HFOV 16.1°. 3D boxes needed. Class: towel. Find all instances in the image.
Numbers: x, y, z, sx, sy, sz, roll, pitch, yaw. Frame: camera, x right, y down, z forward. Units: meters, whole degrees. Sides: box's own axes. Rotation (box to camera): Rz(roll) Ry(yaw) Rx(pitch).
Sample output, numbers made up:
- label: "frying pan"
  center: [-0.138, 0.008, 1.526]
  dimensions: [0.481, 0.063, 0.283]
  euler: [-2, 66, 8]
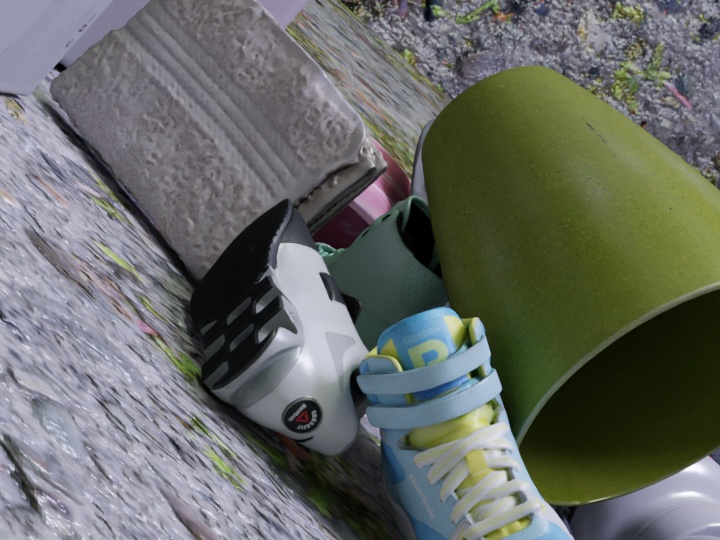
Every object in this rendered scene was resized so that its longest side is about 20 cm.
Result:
- label: "towel"
  center: [-0.085, -0.086, 1.470]
  dimensions: [0.200, 0.133, 0.034]
  euler: [48, -2, 31]

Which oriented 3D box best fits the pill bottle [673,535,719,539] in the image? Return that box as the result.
- label: "pill bottle"
  center: [0.225, 0.233, 1.388]
  dimensions: [0.200, 0.116, 0.116]
  euler: [36, 12, -40]

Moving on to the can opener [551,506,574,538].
- label: "can opener"
  center: [0.081, 0.152, 1.373]
  dimensions: [0.063, 0.079, 0.200]
  euler: [4, 8, -1]

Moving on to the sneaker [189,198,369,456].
- label: "sneaker"
  center: [-0.036, 0.035, 1.331]
  dimensions: [0.088, 0.074, 0.200]
  euler: [41, 19, -21]

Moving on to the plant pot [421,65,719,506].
- label: "plant pot"
  center: [0.119, -0.009, 1.369]
  dimensions: [0.187, 0.187, 0.200]
  euler: [30, 26, -55]

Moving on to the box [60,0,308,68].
- label: "box"
  center: [-0.139, -0.228, 1.682]
  dimensions: [0.200, 0.199, 0.171]
  euler: [38, 10, -20]

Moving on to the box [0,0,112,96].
- label: "box"
  center: [-0.226, -0.176, 1.384]
  dimensions: [0.124, 0.097, 0.200]
  euler: [44, 9, 9]

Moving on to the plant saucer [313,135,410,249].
- label: "plant saucer"
  center: [-0.044, -0.067, 1.582]
  dimensions: [0.200, 0.051, 0.201]
  euler: [29, -13, 7]

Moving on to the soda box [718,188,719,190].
- label: "soda box"
  center: [0.303, 0.003, 1.642]
  dimensions: [0.063, 0.071, 0.200]
  euler: [43, 6, -40]

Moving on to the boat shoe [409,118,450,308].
- label: "boat shoe"
  center: [0.063, 0.011, 1.531]
  dimensions: [0.065, 0.202, 0.074]
  euler: [4, 5, 14]

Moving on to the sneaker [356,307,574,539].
- label: "sneaker"
  center: [0.050, 0.094, 1.229]
  dimensions: [0.200, 0.079, 0.131]
  euler: [-133, -153, -58]

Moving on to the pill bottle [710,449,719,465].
- label: "pill bottle"
  center: [0.248, 0.083, 1.551]
  dimensions: [0.200, 0.111, 0.111]
  euler: [61, 2, -23]

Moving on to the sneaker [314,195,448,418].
- label: "sneaker"
  center: [0.000, 0.000, 1.486]
  dimensions: [0.074, 0.118, 0.200]
  euler: [37, 10, -27]

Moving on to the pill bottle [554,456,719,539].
- label: "pill bottle"
  center: [0.156, 0.137, 1.500]
  dimensions: [0.111, 0.111, 0.200]
  euler: [37, 6, -33]
